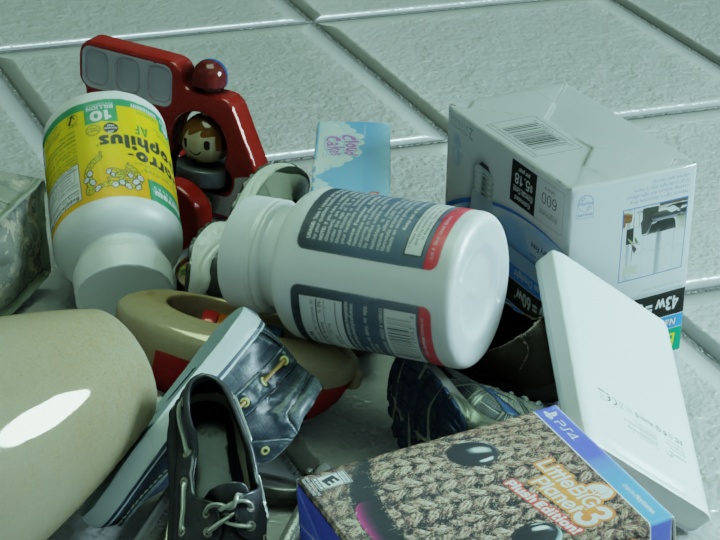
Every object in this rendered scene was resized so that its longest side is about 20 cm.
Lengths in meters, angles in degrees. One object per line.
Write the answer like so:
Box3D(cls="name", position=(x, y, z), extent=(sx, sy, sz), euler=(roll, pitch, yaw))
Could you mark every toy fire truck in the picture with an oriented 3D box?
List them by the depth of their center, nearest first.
Box3D(cls="toy fire truck", position=(-0.177, -0.123, 1.931), extent=(0.200, 0.168, 0.112), euler=(16, 29, 27))

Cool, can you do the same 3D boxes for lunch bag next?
Box3D(cls="lunch bag", position=(-0.378, -0.008, 1.737), extent=(0.164, 0.118, 0.200), euler=(10, 32, 16))

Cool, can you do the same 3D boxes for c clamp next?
Box3D(cls="c clamp", position=(-0.071, 0.182, 1.463), extent=(0.171, 0.027, 0.200), euler=(11, 26, 16))

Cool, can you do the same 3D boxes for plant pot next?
Box3D(cls="plant pot", position=(-0.242, 0.105, 1.397), extent=(0.187, 0.187, 0.200), euler=(24, 40, 38))

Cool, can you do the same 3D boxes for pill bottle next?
Box3D(cls="pill bottle", position=(0.000, 0.000, 1.568), extent=(0.200, 0.120, 0.120), euler=(10, 26, 24))
Box3D(cls="pill bottle", position=(-0.213, -0.051, 1.795), extent=(0.113, 0.113, 0.200), euler=(-3, 48, -11))

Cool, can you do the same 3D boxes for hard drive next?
Box3D(cls="hard drive", position=(0.193, 0.087, 1.544), extent=(0.132, 0.027, 0.200), euler=(32, 34, -29))

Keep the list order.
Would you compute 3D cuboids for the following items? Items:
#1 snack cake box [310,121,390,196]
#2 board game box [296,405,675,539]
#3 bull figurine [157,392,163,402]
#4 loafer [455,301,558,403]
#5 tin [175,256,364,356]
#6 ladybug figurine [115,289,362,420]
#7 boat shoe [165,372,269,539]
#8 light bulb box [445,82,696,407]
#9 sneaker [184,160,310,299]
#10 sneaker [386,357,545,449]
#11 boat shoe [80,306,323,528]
Box3D(cls="snack cake box", position=(-0.010, -0.037, 1.744), extent=(0.067, 0.115, 0.200), euler=(2, 25, 0))
Box3D(cls="board game box", position=(0.080, 0.189, 1.363), extent=(0.200, 0.097, 0.159), euler=(-14, 30, -21))
Box3D(cls="bull figurine", position=(-0.244, 0.113, 1.553), extent=(0.200, 0.065, 0.121), euler=(-19, 37, -34))
Box3D(cls="loafer", position=(0.104, 0.052, 1.638), extent=(0.073, 0.071, 0.200), euler=(-43, 24, -26))
Box3D(cls="tin", position=(-0.068, 0.027, 1.778), extent=(0.200, 0.042, 0.112), euler=(17, 25, 29))
Box3D(cls="ladybug figurine", position=(-0.098, 0.070, 1.621), extent=(0.200, 0.072, 0.136), euler=(15, 11, 6))
Box3D(cls="boat shoe", position=(-0.097, 0.160, 1.381), extent=(0.073, 0.063, 0.200), euler=(-5, 56, -7))
Box3D(cls="light bulb box", position=(0.167, -0.024, 1.716), extent=(0.125, 0.200, 0.198), euler=(-12, 29, -25))
Box3D(cls="sneaker", position=(-0.082, -0.026, 1.781), extent=(0.079, 0.074, 0.200), euler=(18, 35, 11))
Box3D(cls="sneaker", position=(0.098, 0.124, 1.568), extent=(0.085, 0.077, 0.200), euler=(-6, 33, -40))
Box3D(cls="boat shoe", position=(-0.110, 0.125, 1.492), extent=(0.200, 0.091, 0.071), euler=(-51, 10, -24))
